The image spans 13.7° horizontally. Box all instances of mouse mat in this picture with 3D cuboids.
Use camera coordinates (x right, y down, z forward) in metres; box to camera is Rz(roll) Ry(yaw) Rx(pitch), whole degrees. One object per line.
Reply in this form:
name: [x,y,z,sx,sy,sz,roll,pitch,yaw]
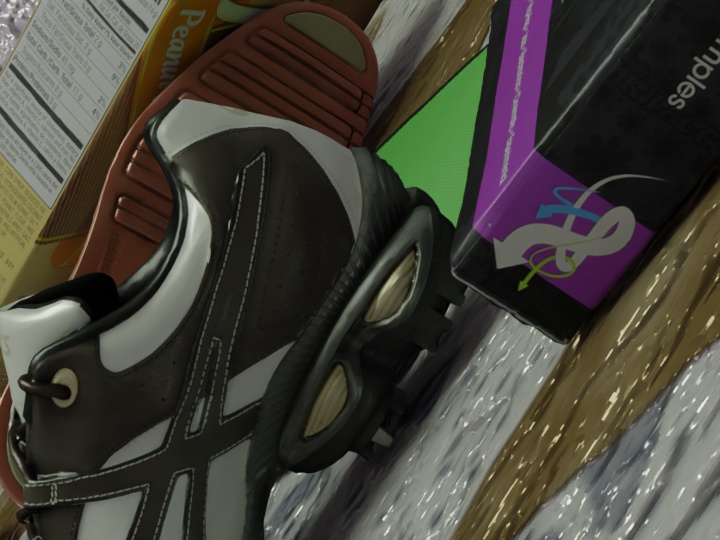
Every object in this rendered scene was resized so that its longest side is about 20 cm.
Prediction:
mouse mat: [0.000,0.000,0.867,0.200,0.008,0.161,-39,20,58]

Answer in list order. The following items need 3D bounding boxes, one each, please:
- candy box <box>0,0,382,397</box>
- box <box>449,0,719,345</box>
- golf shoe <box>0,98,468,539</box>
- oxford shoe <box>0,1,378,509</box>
candy box: [-0.082,-0.046,1.075,0.115,0.055,0.200,-10,-40,-51]
box: [0.092,-0.094,0.632,0.200,0.036,0.143,-53,10,26]
golf shoe: [-0.058,0.053,0.714,0.200,0.094,0.078,-61,13,-5]
oxford shoe: [-0.063,-0.003,1.016,0.200,0.071,0.074,-55,0,-13]
